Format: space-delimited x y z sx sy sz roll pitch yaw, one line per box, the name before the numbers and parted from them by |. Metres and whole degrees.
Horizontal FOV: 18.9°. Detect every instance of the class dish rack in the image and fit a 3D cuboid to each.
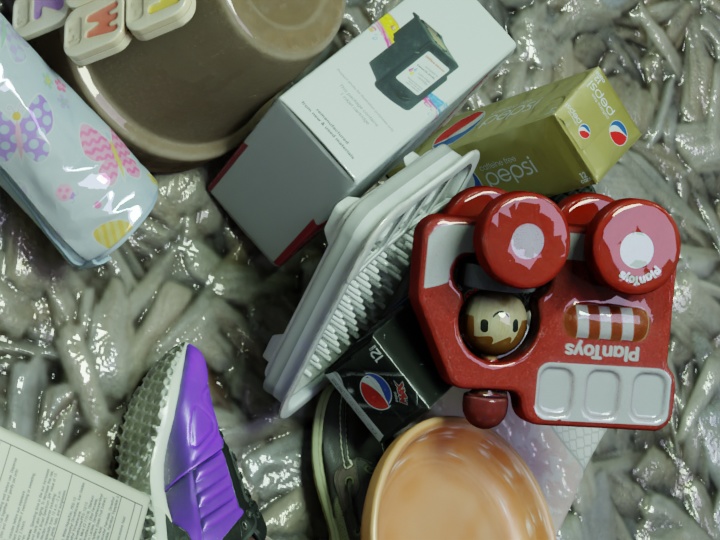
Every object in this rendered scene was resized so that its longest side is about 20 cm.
dish rack | 0.000 0.000 1.547 0.043 0.201 0.171 35 35 12

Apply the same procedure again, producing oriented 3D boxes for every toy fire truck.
toy fire truck | 0.131 0.029 1.522 0.198 0.112 0.170 3 94 -16

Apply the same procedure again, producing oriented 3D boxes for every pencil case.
pencil case | -0.224 -0.093 1.442 0.200 0.083 0.091 46 40 -24

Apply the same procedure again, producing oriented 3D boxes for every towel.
towel | 0.104 0.113 1.677 0.200 0.032 0.191 51 43 -16

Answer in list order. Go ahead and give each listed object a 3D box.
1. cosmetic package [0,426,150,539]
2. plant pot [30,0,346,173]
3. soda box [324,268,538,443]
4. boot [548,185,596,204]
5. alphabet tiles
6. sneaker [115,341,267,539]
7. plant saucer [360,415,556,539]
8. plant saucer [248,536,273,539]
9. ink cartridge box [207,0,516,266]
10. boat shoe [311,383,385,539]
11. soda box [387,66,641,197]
cosmetic package | -0.245 0.155 1.376 0.199 0.087 0.104 31 64 -32
plant pot | -0.105 -0.180 1.500 0.199 0.174 0.202 7 78 -37
soda box | 0.061 0.041 1.596 0.071 0.063 0.200 51 42 -1
boot | 0.175 -0.013 1.694 0.068 0.200 0.131 -40 106 0
alphabet tiles | -0.155 -0.235 1.447 0.015 0.194 0.202 41 39 -50
sneaker | -0.111 0.150 1.475 0.099 0.069 0.202 20 55 -26
plant saucer | 0.067 0.206 1.549 0.199 0.037 0.202 19 62 -42
plant saucer | -0.102 0.279 1.504 0.199 0.034 0.202 9 75 -37
ink cartridge box | 0.001 -0.113 1.583 0.083 0.146 0.200 47 54 2
boat shoe | 0.011 0.176 1.577 0.071 0.066 0.203 20 59 -48
soda box | 0.113 -0.089 1.642 0.068 0.199 0.064 -46 108 -35
